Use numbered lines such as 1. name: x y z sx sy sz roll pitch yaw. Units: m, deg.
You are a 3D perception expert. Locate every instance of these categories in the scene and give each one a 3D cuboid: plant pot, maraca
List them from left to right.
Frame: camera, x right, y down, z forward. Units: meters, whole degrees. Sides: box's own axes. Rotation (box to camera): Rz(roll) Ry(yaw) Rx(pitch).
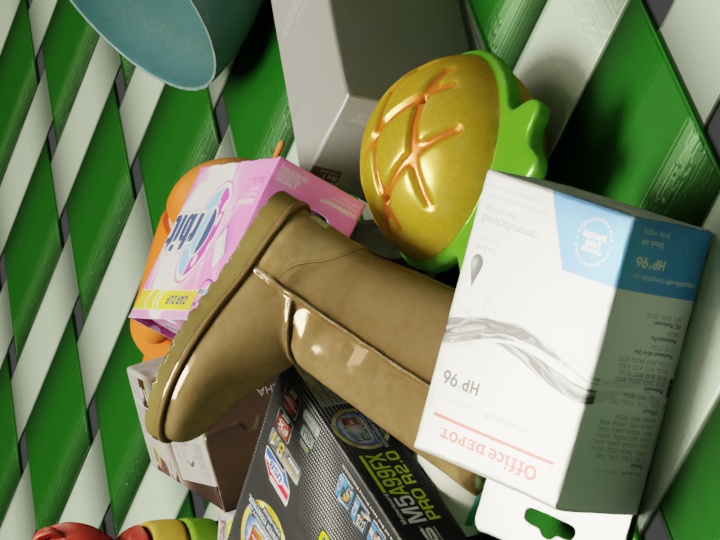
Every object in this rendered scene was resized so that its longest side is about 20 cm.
1. plant pot: -0.145 -0.263 2.238 0.135 0.200 0.200 -45 10 -22
2. maraca: 0.063 -0.060 1.662 0.200 0.107 0.138 -140 66 -66

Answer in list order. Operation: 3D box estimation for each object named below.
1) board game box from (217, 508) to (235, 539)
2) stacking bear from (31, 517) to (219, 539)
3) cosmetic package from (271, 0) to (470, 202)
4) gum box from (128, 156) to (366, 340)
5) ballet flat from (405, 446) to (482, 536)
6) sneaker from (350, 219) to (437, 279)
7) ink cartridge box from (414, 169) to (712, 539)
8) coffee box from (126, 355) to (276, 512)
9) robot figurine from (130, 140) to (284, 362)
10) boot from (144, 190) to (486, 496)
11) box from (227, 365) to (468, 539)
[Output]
1. board game box: -0.040 0.234 1.784 0.120 0.032 0.201 -9 63 22
2. stacking bear: -0.133 0.219 1.878 0.114 0.199 0.122 -99 29 -44
3. cosmetic package: 0.010 -0.138 1.843 0.200 0.107 0.090 -105 33 -47
4. gum box: -0.074 -0.005 1.785 0.114 0.066 0.200 -64 16 -8
5. ballet flat: 0.032 0.108 1.718 0.200 0.069 0.070 42 117 62
6. sneaker: 0.000 0.000 1.850 0.074 0.079 0.200 68 167 -11
7. ink cartridge box: 0.102 0.058 1.501 0.116 0.068 0.201 20 98 46
8. coffee box: -0.075 0.095 1.879 0.200 0.113 0.080 -166 60 -73
9. robot figurine: -0.098 0.005 2.018 0.117 0.143 0.200 53 132 49
10. boot: -0.007 0.069 1.619 0.175 0.200 0.066 -60 -18 6
11. box: -0.005 0.174 1.686 0.200 0.044 0.161 55 140 39
